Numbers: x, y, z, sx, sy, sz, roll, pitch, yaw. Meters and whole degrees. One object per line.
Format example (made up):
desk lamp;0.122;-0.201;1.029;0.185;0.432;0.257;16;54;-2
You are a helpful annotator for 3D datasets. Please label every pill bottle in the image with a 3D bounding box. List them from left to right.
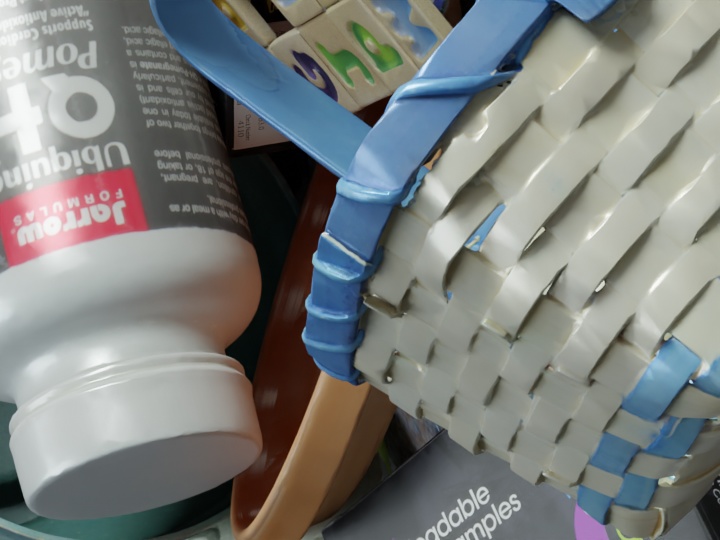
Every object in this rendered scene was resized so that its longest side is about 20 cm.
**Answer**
pill bottle;-0.097;-0.021;0.985;0.111;0.111;0.200;103;152;-69

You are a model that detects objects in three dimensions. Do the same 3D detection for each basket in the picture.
basket;0.031;-0.040;0.694;0.200;0.139;0.176;36;161;6

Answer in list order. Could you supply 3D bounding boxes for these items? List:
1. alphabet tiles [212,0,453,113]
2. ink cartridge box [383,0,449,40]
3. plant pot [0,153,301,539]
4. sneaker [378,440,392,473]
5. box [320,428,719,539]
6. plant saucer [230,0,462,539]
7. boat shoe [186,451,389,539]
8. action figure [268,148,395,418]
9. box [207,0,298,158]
alphabet tiles;-0.057;-0.130;0.899;0.200;0.008;0.167;50;164;-7
ink cartridge box;-0.015;-0.188;0.803;0.200;0.043;0.196;44;152;8
plant pot;-0.130;0.029;1.100;0.134;0.200;0.200;-39;70;55
sneaker;0.008;0.149;1.309;0.078;0.090;0.200;-40;45;40
box;0.078;0.129;0.884;0.143;0.036;0.200;-42;64;36
plant saucer;0.000;0.000;0.980;0.200;0.032;0.200;-162;90;-82
boat shoe;-0.025;0.107;1.080;0.060;0.072;0.202;53;160;-10
action figure;-0.034;0.007;1.172;0.130;0.069;0.200;-21;83;34
box;-0.061;-0.173;1.048;0.200;0.050;0.199;-128;35;-52
